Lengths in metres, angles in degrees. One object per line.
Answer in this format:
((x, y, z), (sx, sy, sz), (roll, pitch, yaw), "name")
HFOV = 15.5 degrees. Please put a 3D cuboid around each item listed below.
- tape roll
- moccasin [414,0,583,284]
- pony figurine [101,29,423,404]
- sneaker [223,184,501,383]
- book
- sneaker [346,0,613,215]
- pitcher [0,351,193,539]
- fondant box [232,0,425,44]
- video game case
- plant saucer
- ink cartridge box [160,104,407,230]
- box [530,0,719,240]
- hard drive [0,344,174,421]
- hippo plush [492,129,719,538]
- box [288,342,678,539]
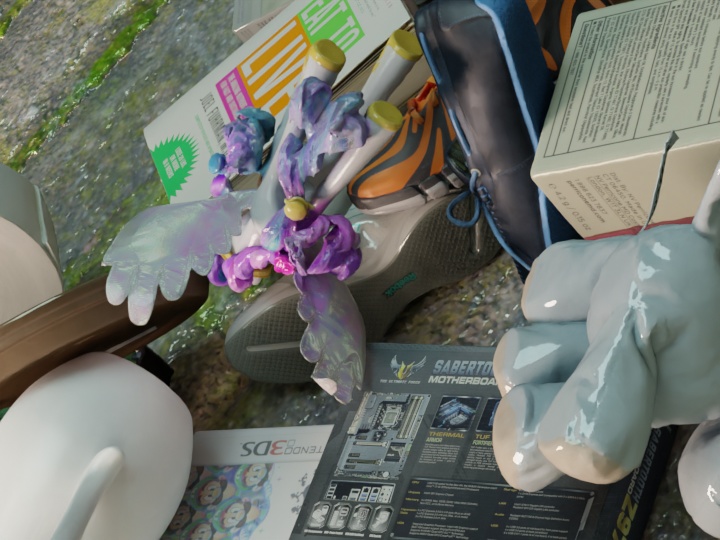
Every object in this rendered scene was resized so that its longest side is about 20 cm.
((-0.305, 0.009, 1.834), (0.202, 0.202, 0.071), (-35, 38, 14), "tape roll")
((0.082, -0.077, 1.552), (0.068, 0.201, 0.081), (-4, 26, 24), "moccasin")
((-0.042, -0.035, 1.548), (0.200, 0.166, 0.193), (-58, 8, 28), "pony figurine")
((0.000, 0.000, 1.669), (0.200, 0.070, 0.080), (-33, 33, 5), "sneaker")
((-0.046, -0.115, 1.724), (0.200, 0.048, 0.134), (-40, 35, 10), "book")
((0.057, -0.124, 1.610), (0.200, 0.112, 0.078), (-35, 25, 6), "sneaker")
((-0.176, 0.146, 1.592), (0.200, 0.121, 0.172), (-59, 13, -24), "pitcher")
((0.006, -0.242, 1.885), (0.200, 0.058, 0.145), (-24, 42, 25), "fondant box")
((-0.065, 0.183, 1.591), (0.182, 0.024, 0.200), (-6, 53, 41), "video game case")
((-0.176, 0.041, 1.668), (0.200, 0.200, 0.030), (-30, 82, 20), "plant saucer")
((-0.053, -0.075, 1.779), (0.200, 0.067, 0.117), (19, 71, 50), "ink cartridge box")
((0.216, -0.086, 1.499), (0.200, 0.109, 0.128), (-10, 48, 38), "box")
((-0.211, 0.146, 1.752), (0.139, 0.038, 0.201), (-9, 52, 39), "hard drive")
((0.175, 0.050, 1.381), (0.200, 0.160, 0.159), (-61, 20, 2), "hippo plush")
((0.067, 0.119, 1.484), (0.199, 0.051, 0.158), (1, 57, 35), "box")
